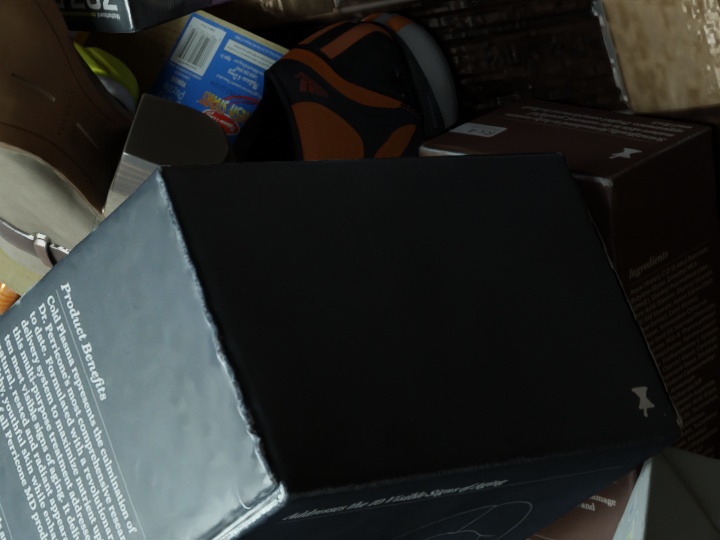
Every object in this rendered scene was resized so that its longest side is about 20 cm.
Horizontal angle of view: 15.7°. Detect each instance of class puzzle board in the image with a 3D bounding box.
[{"bbox_3d":[-0.114,-0.053,1.180,0.200,0.017,0.151,28,89,47],"label":"puzzle board"}]

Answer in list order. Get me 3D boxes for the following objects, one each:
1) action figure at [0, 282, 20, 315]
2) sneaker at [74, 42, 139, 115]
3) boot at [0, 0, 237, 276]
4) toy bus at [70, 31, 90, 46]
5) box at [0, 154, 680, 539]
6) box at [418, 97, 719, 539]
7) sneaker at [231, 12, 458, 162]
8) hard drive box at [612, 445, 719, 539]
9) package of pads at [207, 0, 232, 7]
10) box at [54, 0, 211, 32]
[{"bbox_3d":[-0.144,0.057,1.322,0.200,0.105,0.193,40,149,-17],"label":"action figure"},{"bbox_3d":[-0.188,-0.052,1.112,0.075,0.199,0.085,104,158,-55],"label":"sneaker"},{"bbox_3d":[-0.130,-0.046,1.024,0.199,0.070,0.146,29,156,1],"label":"boot"},{"bbox_3d":[-0.161,-0.125,1.174,0.200,0.078,0.065,-55,29,23],"label":"toy bus"},{"bbox_3d":[-0.031,0.059,0.946,0.196,0.199,0.124,-37,67,41],"label":"box"},{"bbox_3d":[0.091,0.039,1.055,0.100,0.075,0.201,14,120,42],"label":"box"},{"bbox_3d":[0.000,0.000,1.098,0.077,0.112,0.201,-11,101,48],"label":"sneaker"},{"bbox_3d":[0.152,0.179,1.003,0.155,0.077,0.201,17,128,-2],"label":"hard drive box"},{"bbox_3d":[-0.054,-0.212,1.042,0.075,0.120,0.201,-11,101,43],"label":"package of pads"},{"bbox_3d":[-0.153,-0.177,1.033,0.199,0.049,0.162,6,111,45],"label":"box"}]
